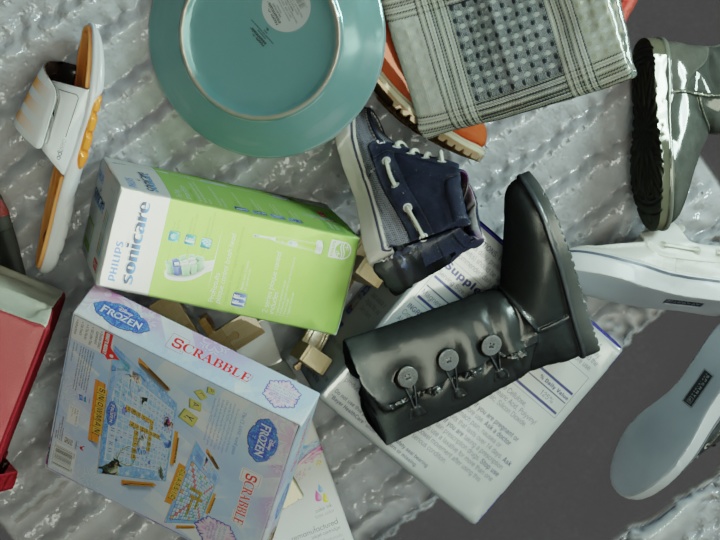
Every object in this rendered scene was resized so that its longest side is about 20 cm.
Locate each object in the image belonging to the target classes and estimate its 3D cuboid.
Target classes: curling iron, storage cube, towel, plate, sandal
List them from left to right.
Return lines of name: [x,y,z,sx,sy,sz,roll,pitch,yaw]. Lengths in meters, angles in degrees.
storage cube: [-0.345,0.081,1.620,0.199,0.171,0.181,21,97,-6]
curling iron: [-0.307,-0.043,1.691,0.049,0.026,0.201,-17,111,14]
sandal: [-0.252,-0.100,1.661,0.059,0.079,0.208,11,101,-17]
plate: [-0.079,-0.190,1.668,0.199,0.026,0.201,2,98,13]
towel: [0.107,-0.223,1.631,0.192,0.035,0.201,-14,92,26]

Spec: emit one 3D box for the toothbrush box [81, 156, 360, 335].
toothbrush box: [-0.116,-0.022,1.674,0.199,0.146,0.087,13,99,-16]

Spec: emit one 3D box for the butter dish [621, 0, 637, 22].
butter dish: [0.180,-0.300,1.679,0.199,0.148,0.200,24,95,-16]

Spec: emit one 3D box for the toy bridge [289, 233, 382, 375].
toy bridge: [0.000,0.000,1.743,0.027,0.067,0.200,36,84,-18]

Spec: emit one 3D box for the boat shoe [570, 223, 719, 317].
boat shoe: [0.265,-0.008,1.810,0.199,0.071,0.070,8,73,-10]

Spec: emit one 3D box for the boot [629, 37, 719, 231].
boot: [0.337,-0.125,1.794,0.199,0.073,0.183,0,96,-18]

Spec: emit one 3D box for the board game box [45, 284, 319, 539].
board game box: [-0.146,0.129,1.645,0.199,0.041,0.200,26,136,7]

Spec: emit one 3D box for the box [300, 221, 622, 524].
box: [0.083,0.074,1.759,0.184,0.105,0.200,40,92,-16]

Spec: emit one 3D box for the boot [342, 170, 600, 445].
boot: [0.077,0.030,1.667,0.199,0.066,0.166,-21,103,-2]

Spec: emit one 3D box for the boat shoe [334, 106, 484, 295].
boat shoe: [0.042,-0.074,1.672,0.092,0.201,0.075,-25,139,13]

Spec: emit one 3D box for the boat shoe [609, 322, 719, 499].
boat shoe: [0.304,0.127,1.844,0.066,0.070,0.200,25,103,-42]

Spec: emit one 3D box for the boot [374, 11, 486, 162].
boot: [0.048,-0.179,1.717,0.200,0.075,0.107,42,86,-16]

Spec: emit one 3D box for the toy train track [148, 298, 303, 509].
toy train track: [-0.109,0.105,1.693,0.114,0.033,0.201,-32,96,2]

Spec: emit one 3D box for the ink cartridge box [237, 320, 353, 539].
ink cartridge box: [-0.093,0.156,1.756,0.117,0.067,0.201,-21,105,-7]
